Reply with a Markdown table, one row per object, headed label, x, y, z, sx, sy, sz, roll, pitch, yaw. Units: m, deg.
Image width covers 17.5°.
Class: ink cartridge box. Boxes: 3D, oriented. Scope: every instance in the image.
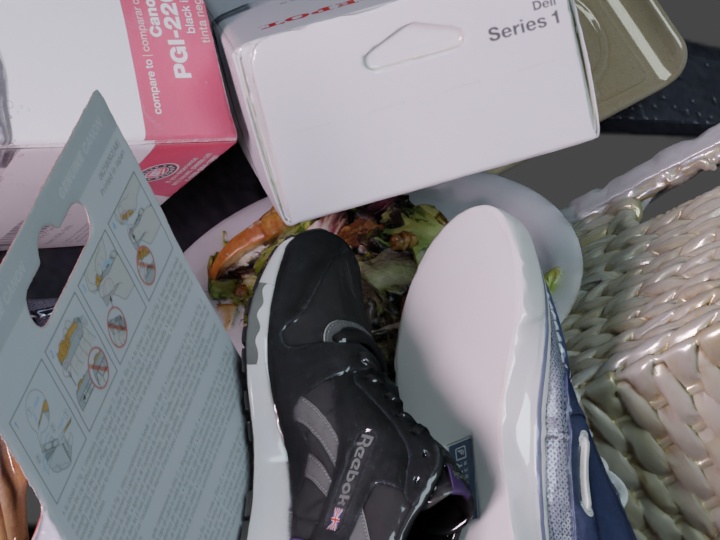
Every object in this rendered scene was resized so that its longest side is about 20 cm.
| label | x | y | z | sx | sy | sz | roll | pitch | yaw |
| --- | --- | --- | --- | --- | --- | --- | --- | --- | --- |
| ink cartridge box | 0.010 | -0.096 | 1.055 | 0.146 | 0.200 | 0.084 | -16 | 106 | -4 |
| ink cartridge box | -0.094 | 0.061 | 0.868 | 0.200 | 0.057 | 0.163 | 59 | 29 | -29 |
| ink cartridge box | -0.176 | -0.063 | 0.997 | 0.200 | 0.146 | 0.085 | -6 | 75 | -31 |

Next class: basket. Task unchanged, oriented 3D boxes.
| label | x | y | z | sx | sy | sz | roll | pitch | yaw |
| --- | --- | --- | --- | --- | --- | --- | --- | --- | --- |
| basket | 0.193 | 0.054 | 1.059 | 0.200 | 0.198 | 0.161 | 51 | 27 | -24 |

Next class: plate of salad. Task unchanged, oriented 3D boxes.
| label | x | y | z | sx | sy | sz | roll | pitch | yaw |
| --- | --- | --- | --- | --- | --- | --- | --- | --- | --- |
| plate of salad | 0.000 | 0.000 | 1.057 | 0.200 | 0.048 | 0.200 | -8 | 34 | 5 |

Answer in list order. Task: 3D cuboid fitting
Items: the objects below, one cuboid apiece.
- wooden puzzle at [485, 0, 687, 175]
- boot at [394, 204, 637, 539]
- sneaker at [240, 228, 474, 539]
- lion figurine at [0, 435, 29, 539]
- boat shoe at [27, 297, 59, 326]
| label | x | y | z | sx | sy | sz | roll | pitch | yaw |
| --- | --- | --- | --- | --- | --- | --- | --- | --- | --- |
| wooden puzzle | 0.050 | -0.139 | 1.229 | 0.200 | 0.046 | 0.185 | -29 | 81 | -31 |
| boot | 0.069 | 0.078 | 0.958 | 0.090 | 0.073 | 0.200 | 24 | 58 | -41 |
| sneaker | 0.006 | 0.075 | 0.920 | 0.076 | 0.087 | 0.200 | 43 | 42 | -56 |
| lion figurine | -0.159 | 0.123 | 0.877 | 0.072 | 0.200 | 0.123 | -10 | 80 | -19 |
| boat shoe | -0.172 | 0.024 | 0.994 | 0.200 | 0.075 | 0.093 | -26 | 80 | -29 |
